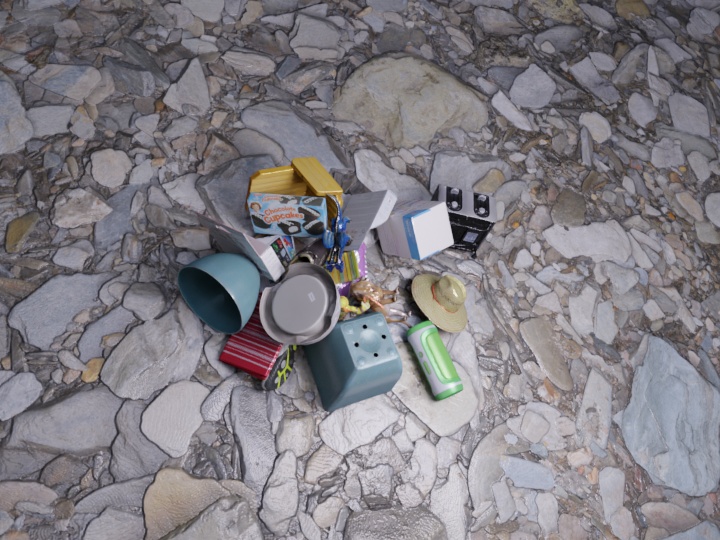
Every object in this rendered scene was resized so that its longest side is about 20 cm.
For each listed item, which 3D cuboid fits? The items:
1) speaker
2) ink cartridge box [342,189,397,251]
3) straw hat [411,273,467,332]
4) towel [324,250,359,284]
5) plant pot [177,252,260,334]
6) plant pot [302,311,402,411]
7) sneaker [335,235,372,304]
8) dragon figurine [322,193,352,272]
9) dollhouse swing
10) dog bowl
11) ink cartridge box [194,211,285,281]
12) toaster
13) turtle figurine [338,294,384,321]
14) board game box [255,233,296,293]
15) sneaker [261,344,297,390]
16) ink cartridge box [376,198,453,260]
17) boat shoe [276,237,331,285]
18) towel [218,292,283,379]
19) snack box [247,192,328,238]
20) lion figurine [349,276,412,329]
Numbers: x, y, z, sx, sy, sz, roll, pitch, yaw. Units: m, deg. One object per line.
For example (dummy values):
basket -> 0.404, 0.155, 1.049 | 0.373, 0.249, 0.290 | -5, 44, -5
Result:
speaker -> 0.196, 0.238, 1.630 | 0.088, 0.088, 0.200 | -16, 71, -25
ink cartridge box -> -0.001, -0.127, 1.706 | 0.057, 0.162, 0.201 | 35, 69, -34
straw hat -> 0.245, 0.064, 1.697 | 0.201, 0.085, 0.201 | 21, 42, -21
towel -> -0.104, 0.006, 1.633 | 0.199, 0.018, 0.086 | -14, 63, 1
plant pot -> -0.323, 0.035, 1.492 | 0.200, 0.200, 0.135 | 40, 51, 3
plant pot -> -0.004, 0.204, 1.510 | 0.195, 0.200, 0.197 | -13, 70, -25
sneaker -> 0.000, 0.000, 1.693 | 0.114, 0.073, 0.201 | 27, 70, -8
dragon figurine -> -0.061, -0.089, 1.576 | 0.059, 0.201, 0.100 | 6, 35, 12
dollhouse swing -> -0.179, -0.173, 1.626 | 0.176, 0.200, 0.182 | -29, 71, -32
dog bowl -> -0.137, 0.084, 1.452 | 0.199, 0.059, 0.201 | -7, 69, 18
ink cartridge box -> -0.294, -0.072, 1.512 | 0.200, 0.176, 0.045 | 24, 63, 37
toaster -> 0.287, -0.146, 1.802 | 0.180, 0.200, 0.119 | 12, 57, -5
turtle figurine -> -0.050, 0.096, 1.567 | 0.199, 0.161, 0.065 | 10, 74, -11
board game box -> -0.223, 0.005, 1.612 | 0.126, 0.035, 0.201 | -10, 68, -7
sneaker -> -0.206, 0.203, 1.527 | 0.076, 0.075, 0.200 | 8, 60, 20
ink cartridge box -> 0.138, -0.119, 1.725 | 0.128, 0.200, 0.126 | -27, 113, -29
boat shoe -> -0.136, -0.019, 1.580 | 0.073, 0.065, 0.200 | 36, 57, 2
towel -> -0.245, 0.156, 1.505 | 0.144, 0.023, 0.200 | 17, 67, 22
snack box -> -0.186, -0.142, 1.601 | 0.199, 0.116, 0.037 | 5, 48, 8
lion figurine -> 0.056, 0.097, 1.628 | 0.122, 0.200, 0.073 | -9, 40, 21
